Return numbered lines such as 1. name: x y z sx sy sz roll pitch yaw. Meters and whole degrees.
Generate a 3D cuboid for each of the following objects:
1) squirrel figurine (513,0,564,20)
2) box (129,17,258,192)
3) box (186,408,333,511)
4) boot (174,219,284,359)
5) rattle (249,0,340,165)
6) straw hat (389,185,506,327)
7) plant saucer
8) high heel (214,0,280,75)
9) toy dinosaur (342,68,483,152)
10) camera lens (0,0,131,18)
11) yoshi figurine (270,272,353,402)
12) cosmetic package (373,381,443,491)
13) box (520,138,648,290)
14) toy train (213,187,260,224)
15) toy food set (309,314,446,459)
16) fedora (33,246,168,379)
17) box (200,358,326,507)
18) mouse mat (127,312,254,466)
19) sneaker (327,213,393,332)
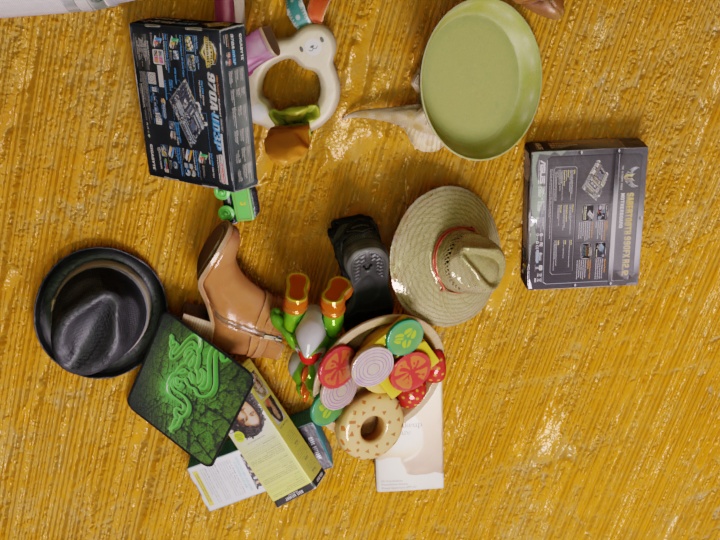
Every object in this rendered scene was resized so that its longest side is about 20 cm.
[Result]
1. squirrel figurine: 0.198 -0.378 1.150 0.200 0.187 0.142 20 109 -10
2. box: -0.206 -0.206 1.224 0.159 0.046 0.200 13 117 35
3. box: -0.147 0.278 1.462 0.200 0.049 0.082 -21 111 5
4. boot: -0.153 0.031 1.355 0.154 0.074 0.200 16 121 -16
5. rattle: -0.080 -0.251 1.217 0.130 0.143 0.200 29 114 6
6. straw hat: 0.142 -0.011 1.299 0.201 0.085 0.202 -8 104 -34
7. plant saucer: 0.146 -0.239 1.245 0.200 0.031 0.200 -7 103 -33
8. high heel: -0.178 -0.331 1.215 0.096 0.067 0.200 -22 101 22
9. toy dinosaur: 0.083 -0.205 1.282 0.200 0.058 0.101 12 111 -8
10. camera lens: -0.367 -0.376 1.137 0.199 0.160 0.160 -5 111 -1
11. yoshi figurine: -0.058 0.085 1.333 0.112 0.112 0.200 -23 137 -28
12. cosmetic package: 0.068 0.216 1.437 0.105 0.071 0.200 -4 111 -1
13. box: 0.302 -0.076 1.348 0.158 0.048 0.200 -4 112 -2
14. toy train: -0.171 -0.156 1.292 0.056 0.042 0.200 -4 112 11
15. toy food set: 0.025 0.146 1.310 0.200 0.049 0.198 -39 128 -2
16. fedora: -0.359 0.072 1.347 0.200 0.092 0.201 -1 112 -3
17. box: -0.136 0.228 1.389 0.075 0.050 0.200 -32 95 22
18. mouse mat: -0.240 0.169 1.376 0.161 0.008 0.200 35 123 10
19. sneaker: 0.000 0.000 1.356 0.076 0.114 0.200 -9 139 -4
